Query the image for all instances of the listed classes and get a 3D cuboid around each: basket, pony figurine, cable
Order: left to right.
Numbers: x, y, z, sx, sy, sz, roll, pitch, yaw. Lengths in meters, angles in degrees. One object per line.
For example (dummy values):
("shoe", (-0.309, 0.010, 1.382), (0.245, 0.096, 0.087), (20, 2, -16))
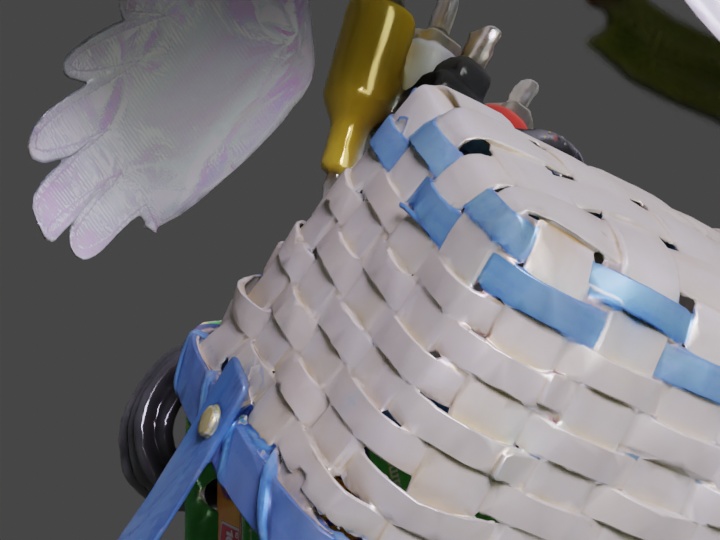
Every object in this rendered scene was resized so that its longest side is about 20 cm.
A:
("pony figurine", (-0.045, -0.125, 0.685), (0.192, 0.167, 0.200), (-30, 56, -5))
("cable", (0.000, 0.000, 0.736), (0.097, 0.050, 0.201), (41, 68, -23))
("basket", (0.030, 0.071, 0.621), (0.176, 0.139, 0.201), (25, 100, -27))

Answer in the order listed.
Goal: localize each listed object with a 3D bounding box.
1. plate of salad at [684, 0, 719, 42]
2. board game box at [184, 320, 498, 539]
("plate of salad", (0.169, -0.137, 0.772), (0.198, 0.048, 0.202), (4, 77, -15))
("board game box", (0.035, 0.066, 0.706), (0.199, 0.030, 0.096), (4, 83, -31))
